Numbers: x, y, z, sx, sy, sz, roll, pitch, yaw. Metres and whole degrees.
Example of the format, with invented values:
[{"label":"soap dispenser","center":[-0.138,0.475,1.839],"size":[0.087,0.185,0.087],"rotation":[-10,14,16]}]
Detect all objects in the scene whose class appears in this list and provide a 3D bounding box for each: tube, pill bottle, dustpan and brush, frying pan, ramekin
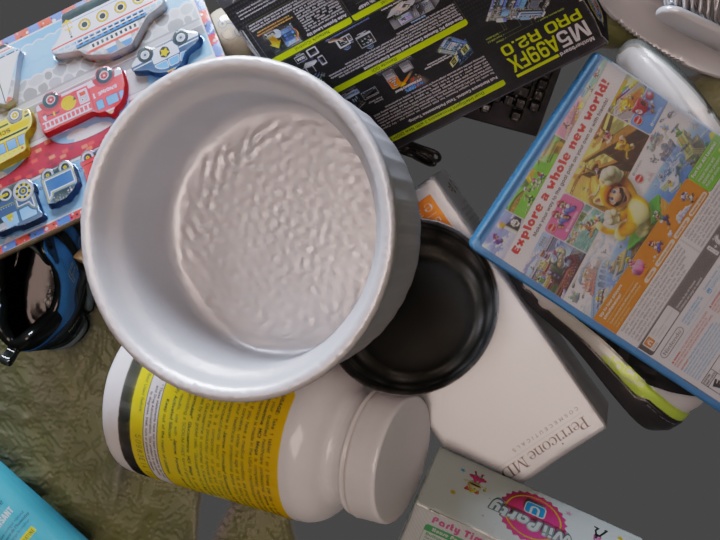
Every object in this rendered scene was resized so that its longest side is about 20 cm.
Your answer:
[{"label":"tube","center":[-0.287,0.154,1.184],"size":[0.200,0.050,0.078],"rotation":[37,94,9]},{"label":"pill bottle","center":[-0.061,0.101,1.078],"size":[0.199,0.112,0.113],"rotation":[13,99,25]},{"label":"dustpan and brush","center":[0.246,-0.143,1.035],"size":[0.199,0.139,0.057],"rotation":[24,75,-23]},{"label":"frying pan","center":[-0.003,0.017,1.042],"size":[0.189,0.031,0.115],"rotation":[12,77,17]},{"label":"ramekin","center":[-0.060,-0.025,0.989],"size":[0.200,0.098,0.202],"rotation":[0,90,19]}]

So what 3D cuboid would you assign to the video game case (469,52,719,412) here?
[{"label":"video game case","center":[0.188,-0.021,1.017],"size":[0.200,0.018,0.143],"rotation":[33,96,-7]}]

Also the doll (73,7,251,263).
[{"label":"doll","center":[-0.117,-0.084,1.107],"size":[0.136,0.048,0.201],"rotation":[21,84,8]}]

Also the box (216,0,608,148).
[{"label":"box","center":[0.030,-0.168,1.013],"size":[0.199,0.044,0.160],"rotation":[-26,119,21]}]

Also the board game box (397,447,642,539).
[{"label":"board game box","center":[0.080,0.234,1.082],"size":[0.147,0.064,0.201],"rotation":[24,126,5]}]

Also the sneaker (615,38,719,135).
[{"label":"sneaker","center":[0.214,-0.056,1.059],"size":[0.080,0.070,0.201],"rotation":[-32,92,14]}]

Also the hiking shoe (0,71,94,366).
[{"label":"hiking shoe","center":[-0.210,-0.038,1.123],"size":[0.074,0.087,0.201],"rotation":[5,98,9]}]

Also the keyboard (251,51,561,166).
[{"label":"keyboard","center":[0.025,-0.124,1.080],"size":[0.199,0.021,0.127],"rotation":[15,125,-4]}]

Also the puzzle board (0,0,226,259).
[{"label":"puzzle board","center":[-0.184,-0.112,1.091],"size":[0.199,0.017,0.151],"rotation":[-24,69,6]}]

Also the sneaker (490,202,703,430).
[{"label":"sneaker","center":[0.170,0.014,1.074],"size":[0.083,0.072,0.200],"rotation":[-39,100,21]}]

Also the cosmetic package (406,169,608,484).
[{"label":"cosmetic package","center":[0.070,0.043,1.094],"size":[0.101,0.071,0.200],"rotation":[-36,91,11]}]
